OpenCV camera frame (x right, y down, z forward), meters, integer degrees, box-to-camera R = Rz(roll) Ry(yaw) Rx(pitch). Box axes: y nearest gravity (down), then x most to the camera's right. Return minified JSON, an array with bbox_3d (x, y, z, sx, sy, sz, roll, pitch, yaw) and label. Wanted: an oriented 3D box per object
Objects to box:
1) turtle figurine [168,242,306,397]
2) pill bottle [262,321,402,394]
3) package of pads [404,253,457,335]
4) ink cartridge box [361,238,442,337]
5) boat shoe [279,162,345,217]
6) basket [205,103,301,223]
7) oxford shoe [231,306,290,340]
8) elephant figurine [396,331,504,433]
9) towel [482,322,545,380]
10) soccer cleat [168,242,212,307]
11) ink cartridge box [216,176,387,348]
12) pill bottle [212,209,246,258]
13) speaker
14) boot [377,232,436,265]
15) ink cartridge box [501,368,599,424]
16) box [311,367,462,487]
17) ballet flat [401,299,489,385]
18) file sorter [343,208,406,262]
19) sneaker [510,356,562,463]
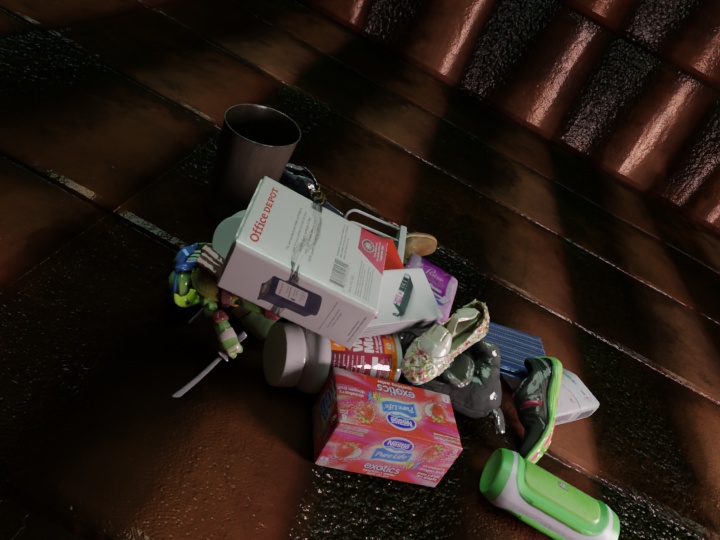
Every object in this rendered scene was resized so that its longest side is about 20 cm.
[{"bbox_3d":[-0.169,0.055,0.884,0.188,0.206,0.144,0,13,-6],"label":"turtle figurine"},{"bbox_3d":[-0.042,0.133,0.950,0.196,0.111,0.111,8,36,-30],"label":"pill bottle"},{"bbox_3d":[0.121,0.059,1.222,0.119,0.076,0.201,32,31,0],"label":"package of pads"},{"bbox_3d":[0.018,0.014,0.975,0.196,0.044,0.177,-3,61,-38],"label":"ink cartridge box"},{"bbox_3d":[-0.102,-0.155,1.333,0.196,0.092,0.071,24,31,-9],"label":"boat shoe"},{"bbox_3d":[-0.215,-0.191,1.187,0.135,0.202,0.180,33,32,8],"label":"basket"},{"bbox_3d":[-0.140,0.057,1.043,0.075,0.070,0.200,57,32,-3],"label":"oxford shoe"},{"bbox_3d":[0.129,0.175,1.026,0.196,0.145,0.154,6,4,-27],"label":"elephant figurine"},{"bbox_3d":[0.301,0.163,1.229,0.141,0.024,0.200,18,21,3],"label":"towel"},{"bbox_3d":[-0.272,0.004,0.996,0.079,0.069,0.200,12,20,5],"label":"soccer cleat"},{"bbox_3d":[-0.072,-0.012,0.819,0.197,0.085,0.146,27,40,-13],"label":"ink cartridge box"},{"bbox_3d":[-0.168,-0.042,1.033,0.112,0.114,0.200,34,8,9],"label":"pill bottle"},{"bbox_3d":[0.280,0.348,0.927,0.197,0.089,0.089,29,31,1],"label":"speaker"},{"bbox_3d":[0.092,-0.032,1.345,0.196,0.074,0.076,-7,52,-31],"label":"boot"},{"bbox_3d":[0.354,0.208,1.225,0.160,0.058,0.202,0,46,-38],"label":"ink cartridge box"},{"bbox_3d":[0.036,0.226,0.891,0.196,0.097,0.101,17,33,-19],"label":"box"},{"bbox_3d":[0.135,0.102,0.975,0.075,0.065,0.198,33,45,27],"label":"ballet flat"},{"bbox_3d":[0.000,0.000,1.150,0.122,0.141,0.201,22,31,-6],"label":"file sorter"},{"bbox_3d":[0.299,0.242,1.081,0.082,0.078,0.203,10,53,18],"label":"sneaker"}]
